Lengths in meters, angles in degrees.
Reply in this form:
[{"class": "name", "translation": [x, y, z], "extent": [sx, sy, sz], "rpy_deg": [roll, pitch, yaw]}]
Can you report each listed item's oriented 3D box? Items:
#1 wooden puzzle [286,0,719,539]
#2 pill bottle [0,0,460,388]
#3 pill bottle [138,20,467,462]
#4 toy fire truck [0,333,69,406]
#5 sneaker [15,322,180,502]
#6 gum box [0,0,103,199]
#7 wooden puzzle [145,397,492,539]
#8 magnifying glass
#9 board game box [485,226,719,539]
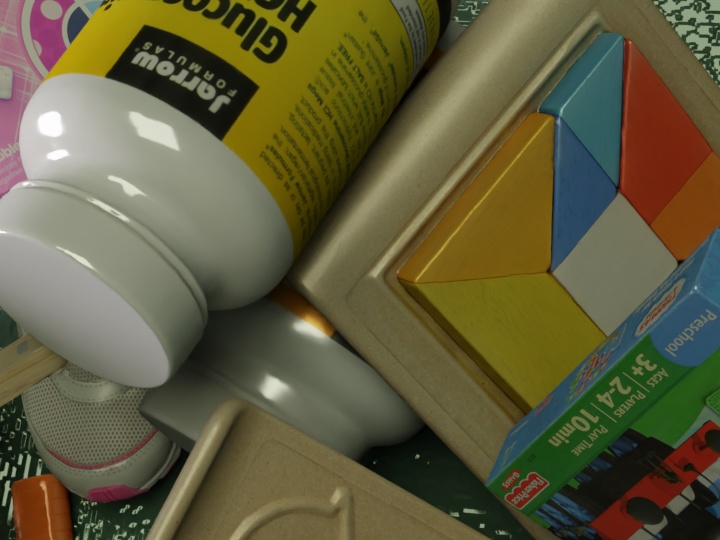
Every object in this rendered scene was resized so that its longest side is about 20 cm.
[{"class": "wooden puzzle", "translation": [0.092, -0.003, 0.857], "extent": [0.200, 0.037, 0.185], "rpy_deg": [45, 77, -21]}, {"class": "pill bottle", "translation": [-0.053, -0.060, 0.794], "extent": [0.112, 0.113, 0.201], "rpy_deg": [22, 62, 18]}, {"class": "pill bottle", "translation": [0.000, 0.000, 0.899], "extent": [0.116, 0.116, 0.201], "rpy_deg": [29, 79, 20]}, {"class": "toy fire truck", "translation": [-0.169, 0.120, 0.775], "extent": [0.176, 0.128, 0.201], "rpy_deg": [27, 107, 58]}, {"class": "sneaker", "translation": [-0.122, 0.000, 0.940], "extent": [0.081, 0.088, 0.201], "rpy_deg": [-11, 69, 8]}, {"class": "gum box", "translation": [-0.118, -0.081, 0.883], "extent": [0.200, 0.066, 0.114], "rpy_deg": [-36, 83, -35]}, {"class": "wooden puzzle", "translation": [-0.022, 0.170, 0.830], "extent": [0.199, 0.046, 0.186], "rpy_deg": [32, 81, -25]}, {"class": "magnifying glass", "translation": [-0.126, 0.186, 0.915], "extent": [0.079, 0.022, 0.201], "rpy_deg": [-13, 71, 8]}, {"class": "board game box", "translation": [0.165, 0.090, 0.780], "extent": [0.199, 0.151, 0.037], "rpy_deg": [34, 48, -5]}]
